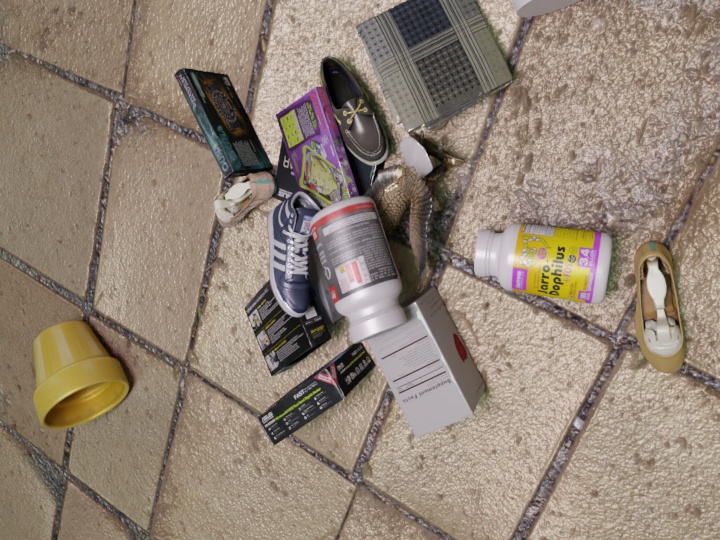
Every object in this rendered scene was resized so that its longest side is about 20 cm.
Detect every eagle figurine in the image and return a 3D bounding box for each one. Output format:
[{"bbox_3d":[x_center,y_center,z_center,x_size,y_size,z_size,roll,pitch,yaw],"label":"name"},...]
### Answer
[{"bbox_3d":[0.085,-0.110,0.919,0.148,0.152,0.204,30,97,-14],"label":"eagle figurine"}]

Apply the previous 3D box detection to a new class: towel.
[{"bbox_3d":[0.113,-0.330,0.870,0.187,0.035,0.205,-25,79,0],"label":"towel"}]

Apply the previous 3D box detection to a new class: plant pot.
[{"bbox_3d":[-0.670,0.233,1.318,0.201,0.198,0.192,-44,66,25],"label":"plant pot"}]

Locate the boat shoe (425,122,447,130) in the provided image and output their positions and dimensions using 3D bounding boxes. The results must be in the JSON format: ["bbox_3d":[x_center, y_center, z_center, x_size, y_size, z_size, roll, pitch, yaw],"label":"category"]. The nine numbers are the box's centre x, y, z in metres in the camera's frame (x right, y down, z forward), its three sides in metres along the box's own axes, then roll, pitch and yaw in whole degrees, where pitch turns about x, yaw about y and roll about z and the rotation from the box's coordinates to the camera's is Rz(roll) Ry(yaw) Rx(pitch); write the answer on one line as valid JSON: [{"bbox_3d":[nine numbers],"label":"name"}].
[{"bbox_3d":[0.080,-0.323,0.915,0.071,0.065,0.205,-27,89,26],"label":"boat shoe"}]

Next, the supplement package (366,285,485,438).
[{"bbox_3d":[0.112,0.154,0.970,0.118,0.121,0.205,-28,89,26],"label":"supplement package"}]

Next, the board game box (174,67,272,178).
[{"bbox_3d":[-0.249,-0.271,1.038,0.028,0.135,0.205,-27,89,26],"label":"board game box"}]

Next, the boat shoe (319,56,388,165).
[{"bbox_3d":[-0.016,-0.267,0.939,0.070,0.061,0.205,-30,69,3],"label":"boat shoe"}]

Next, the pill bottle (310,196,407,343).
[{"bbox_3d":[0.000,0.000,0.883,0.113,0.115,0.207,-23,80,26],"label":"pill bottle"}]

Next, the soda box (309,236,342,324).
[{"bbox_3d":[-0.093,0.000,1.063,0.066,0.063,0.207,-15,95,28],"label":"soda box"}]

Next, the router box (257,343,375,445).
[{"bbox_3d":[-0.081,0.228,1.058,0.198,0.149,0.063,-38,86,25],"label":"router box"}]

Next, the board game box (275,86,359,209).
[{"bbox_3d":[-0.073,-0.191,0.965,0.118,0.032,0.207,-13,96,50],"label":"board game box"}]

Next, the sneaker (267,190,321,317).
[{"bbox_3d":[-0.105,-0.034,0.946,0.108,0.068,0.207,-31,64,47],"label":"sneaker"}]

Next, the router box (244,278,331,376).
[{"bbox_3d":[-0.143,0.097,1.059,0.199,0.050,0.153,-38,73,52],"label":"router box"}]

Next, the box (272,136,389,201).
[{"bbox_3d":[-0.057,-0.184,1.019,0.195,0.043,0.166,21,108,19],"label":"box"}]

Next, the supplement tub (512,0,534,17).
[{"bbox_3d":[0.250,-0.472,0.761,0.141,0.145,0.208,-11,97,25],"label":"supplement tub"}]

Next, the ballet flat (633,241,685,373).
[{"bbox_3d":[0.439,0.062,0.834,0.067,0.063,0.207,-11,97,26],"label":"ballet flat"}]

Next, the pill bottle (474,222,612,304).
[{"bbox_3d":[0.278,-0.015,0.868,0.193,0.104,0.108,8,105,23],"label":"pill bottle"}]

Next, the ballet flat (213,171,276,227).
[{"bbox_3d":[-0.240,-0.136,1.077,0.197,0.066,0.070,-28,79,41],"label":"ballet flat"}]
